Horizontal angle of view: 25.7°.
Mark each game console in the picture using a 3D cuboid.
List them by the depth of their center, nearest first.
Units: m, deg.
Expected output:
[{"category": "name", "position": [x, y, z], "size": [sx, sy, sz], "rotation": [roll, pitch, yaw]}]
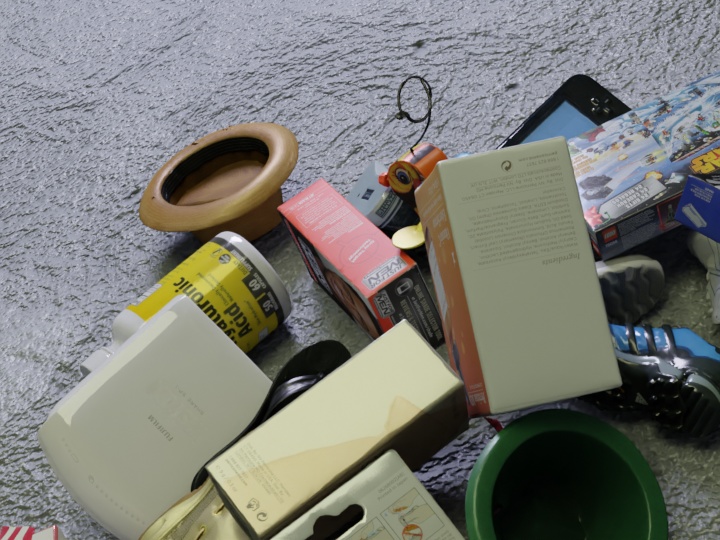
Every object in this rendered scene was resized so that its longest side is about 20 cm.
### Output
[{"category": "game console", "position": [0.226, -0.110, 1.523], "size": [0.171, 0.118, 0.200], "rotation": [41, 66, 13]}]

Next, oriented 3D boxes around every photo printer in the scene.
[{"category": "photo printer", "position": [-0.179, 0.143, 1.430], "size": [0.166, 0.069, 0.200], "rotation": [46, 67, 4]}]

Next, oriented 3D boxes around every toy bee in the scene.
[{"category": "toy bee", "position": [0.073, -0.080, 1.485], "size": [0.131, 0.201, 0.109], "rotation": [-14, 2, -34]}]

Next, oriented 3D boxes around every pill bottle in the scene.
[{"category": "pill bottle", "position": [-0.174, 0.062, 1.555], "size": [0.200, 0.111, 0.111], "rotation": [-41, 40, -19]}]

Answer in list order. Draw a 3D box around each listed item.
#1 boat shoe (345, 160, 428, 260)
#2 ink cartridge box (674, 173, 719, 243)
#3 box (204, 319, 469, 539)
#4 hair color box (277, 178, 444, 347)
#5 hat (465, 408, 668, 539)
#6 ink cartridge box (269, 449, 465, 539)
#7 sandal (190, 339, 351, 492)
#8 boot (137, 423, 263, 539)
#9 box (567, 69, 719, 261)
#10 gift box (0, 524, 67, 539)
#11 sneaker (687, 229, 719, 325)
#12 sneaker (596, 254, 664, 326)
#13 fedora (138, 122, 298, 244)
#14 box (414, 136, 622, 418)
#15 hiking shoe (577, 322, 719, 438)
[{"category": "boat shoe", "position": [0.038, -0.056, 1.619], "size": [0.071, 0.091, 0.200], "rotation": [-55, 12, 3]}, {"category": "ink cartridge box", "position": [0.366, -0.047, 1.340], "size": [0.200, 0.044, 0.094], "rotation": [-3, 27, -42]}, {"category": "box", "position": [-0.015, 0.139, 1.248], "size": [0.200, 0.095, 0.078], "rotation": [-36, 63, -11]}, {"category": "hair color box", "position": [0.000, 0.000, 1.540], "size": [0.061, 0.102, 0.200], "rotation": [-34, 37, -10]}, {"category": "hat", "position": [0.136, 0.210, 1.266], "size": [0.200, 0.166, 0.176], "rotation": [-44, -3, -32]}, {"category": "ink cartridge box", "position": [0.022, 0.261, 1.178], "size": [0.162, 0.050, 0.200], "rotation": [-35, 72, -14]}, {"category": "sandal", "position": [-0.067, 0.144, 1.400], "size": [0.201, 0.075, 0.048], "rotation": [-50, 9, -21]}, {"category": "boot", "position": [-0.075, 0.224, 1.301], "size": [0.200, 0.073, 0.155], "rotation": [-41, 55, -5]}, {"category": "box", "position": [0.278, -0.099, 1.442], "size": [0.199, 0.040, 0.137], "rotation": [-25, 39, -3]}, {"category": "gift box", "position": [-0.287, 0.320, 1.246], "size": [0.184, 0.187, 0.200], "rotation": [-25, 38, -1]}, {"category": "sneaker", "position": [0.328, 0.013, 1.366], "size": [0.087, 0.074, 0.200], "rotation": [-53, 23, 9]}, {"category": "sneaker", "position": [0.176, 0.019, 1.439], "size": [0.199, 0.075, 0.082], "rotation": [-17, 39, 11]}, {"category": "fedora", "position": [-0.145, -0.082, 1.735], "size": [0.200, 0.082, 0.201], "rotation": [-20, 35, 14]}, {"category": "box", "position": [0.122, 0.011, 1.271], "size": [0.106, 0.201, 0.152], "rotation": [-11, -6, -7]}, {"category": "hiking shoe", "position": [0.243, 0.080, 1.349], "size": [0.087, 0.075, 0.200], "rotation": [-29, 39, -33]}]
